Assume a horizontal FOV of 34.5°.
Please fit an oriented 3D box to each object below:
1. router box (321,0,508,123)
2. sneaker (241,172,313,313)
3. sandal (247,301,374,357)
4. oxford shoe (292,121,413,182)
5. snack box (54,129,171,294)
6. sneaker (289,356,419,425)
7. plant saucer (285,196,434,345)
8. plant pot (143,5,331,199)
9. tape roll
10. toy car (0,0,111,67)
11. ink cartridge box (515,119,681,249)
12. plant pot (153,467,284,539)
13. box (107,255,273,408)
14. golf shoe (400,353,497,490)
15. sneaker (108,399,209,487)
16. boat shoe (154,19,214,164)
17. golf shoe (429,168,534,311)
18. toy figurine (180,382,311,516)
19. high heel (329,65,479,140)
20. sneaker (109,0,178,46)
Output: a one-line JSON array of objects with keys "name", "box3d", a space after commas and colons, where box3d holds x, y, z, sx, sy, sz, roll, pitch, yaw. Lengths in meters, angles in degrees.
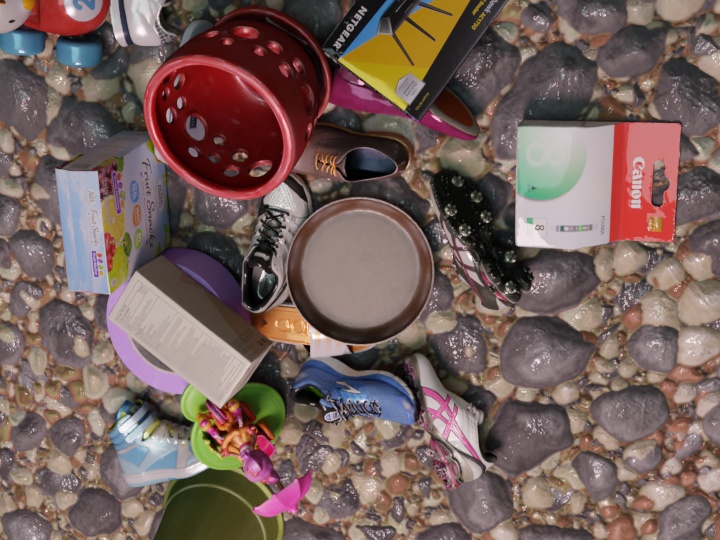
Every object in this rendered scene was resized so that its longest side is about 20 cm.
[{"name": "router box", "box3d": [0.071, -0.303, 1.407, 0.149, 0.051, 0.200, 36, 93, -1]}, {"name": "sneaker", "box3d": [-0.116, -0.034, 1.572, 0.075, 0.088, 0.201, 13, 106, 12]}, {"name": "sandal", "box3d": [-0.071, 0.087, 1.625, 0.206, 0.059, 0.079, 2, 112, 15]}, {"name": "oxford shoe", "box3d": [-0.035, -0.152, 1.516, 0.199, 0.073, 0.072, 1, 111, 15]}, {"name": "snack box", "box3d": [-0.324, -0.083, 1.549, 0.067, 0.200, 0.169, 4, 113, 13]}, {"name": "sneaker", "box3d": [-0.010, 0.183, 1.603, 0.199, 0.089, 0.079, 11, 132, 30]}, {"name": "plant saucer", "box3d": [0.000, 0.000, 1.565, 0.199, 0.032, 0.201, 0, 97, 4]}, {"name": "plant pot", "box3d": [-0.140, -0.218, 1.436, 0.200, 0.183, 0.201, 15, 133, 16]}, {"name": "tape roll", "box3d": [-0.260, 0.072, 1.656, 0.199, 0.066, 0.201, 7, 111, 19]}, {"name": "toy car", "box3d": [-0.431, -0.349, 1.470, 0.176, 0.200, 0.185, 14, 114, 15]}, {"name": "ink cartridge box", "box3d": [0.297, -0.106, 1.463, 0.199, 0.050, 0.162, 4, 112, 15]}, {"name": "plant pot", "box3d": [-0.236, 0.418, 1.726, 0.199, 0.190, 0.201, 5, 113, 13]}, {"name": "box", "box3d": [-0.230, 0.081, 1.567, 0.200, 0.078, 0.095, 39, 117, 4]}, {"name": "golf shoe", "box3d": [0.121, 0.201, 1.624, 0.092, 0.073, 0.201, -25, 100, -11]}, {"name": "sneaker", "box3d": [-0.293, 0.243, 1.734, 0.199, 0.080, 0.131, -19, 106, 20]}, {"name": "boat shoe", "box3d": [-0.240, -0.236, 1.540, 0.065, 0.073, 0.201, 21, 103, 33]}, {"name": "golf shoe", "box3d": [0.138, -0.035, 1.514, 0.200, 0.077, 0.088, 60, 145, 5]}, {"name": "toy figurine", "box3d": [-0.144, 0.252, 1.599, 0.150, 0.184, 0.200, -41, 132, -5]}, {"name": "high heel", "box3d": [0.054, -0.208, 1.489, 0.200, 0.067, 0.096, 35, 135, 0]}, {"name": "sneaker", "box3d": [-0.285, -0.391, 1.499, 0.080, 0.076, 0.201, -3, 115, 4]}]
